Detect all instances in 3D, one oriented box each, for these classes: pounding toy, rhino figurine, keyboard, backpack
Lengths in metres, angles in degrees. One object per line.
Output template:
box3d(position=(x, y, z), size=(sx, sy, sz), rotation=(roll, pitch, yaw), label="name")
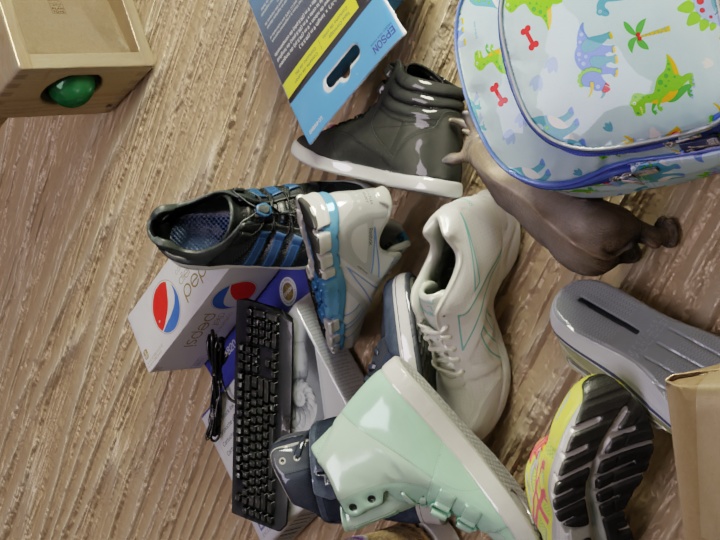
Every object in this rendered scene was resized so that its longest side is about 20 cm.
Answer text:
box3d(position=(-0.327, -0.216, 1.494), size=(0.142, 0.183, 0.202), rotation=(-34, 71, 45), label="pounding toy")
box3d(position=(0.129, -0.062, 1.079), size=(0.200, 0.087, 0.060), rotation=(43, 125, 35), label="rhino figurine")
box3d(position=(-0.105, 0.125, 1.361), size=(0.126, 0.020, 0.203), rotation=(14, 105, 48), label="keyboard")
box3d(position=(0.160, -0.141, 0.950), size=(0.198, 0.147, 0.185), rotation=(-16, 83, 28), label="backpack")

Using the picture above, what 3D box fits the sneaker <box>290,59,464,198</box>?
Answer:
box3d(position=(0.019, -0.119, 1.216), size=(0.199, 0.070, 0.100), rotation=(15, 95, 51), label="sneaker")

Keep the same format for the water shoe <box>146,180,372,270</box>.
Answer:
box3d(position=(-0.083, -0.036, 1.268), size=(0.198, 0.079, 0.072), rotation=(-11, 79, 14), label="water shoe")

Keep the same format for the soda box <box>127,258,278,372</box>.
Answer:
box3d(position=(-0.143, 0.013, 1.409), size=(0.200, 0.063, 0.069), rotation=(-49, 57, 39), label="soda box")

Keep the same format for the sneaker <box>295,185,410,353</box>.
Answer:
box3d(position=(0.000, 0.000, 1.228), size=(0.201, 0.086, 0.076), rotation=(90, 161, -60), label="sneaker")

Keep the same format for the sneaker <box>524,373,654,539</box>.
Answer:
box3d(position=(0.149, 0.140, 1.070), size=(0.091, 0.077, 0.202), rotation=(-122, 24, -44), label="sneaker")

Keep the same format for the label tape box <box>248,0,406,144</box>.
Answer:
box3d(position=(-0.019, -0.223, 1.223), size=(0.143, 0.066, 0.202), rotation=(-46, 57, 41), label="label tape box")

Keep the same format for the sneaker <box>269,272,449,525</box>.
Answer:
box3d(position=(-0.007, 0.107, 1.223), size=(0.144, 0.077, 0.205), rotation=(-4, 91, 17), label="sneaker")

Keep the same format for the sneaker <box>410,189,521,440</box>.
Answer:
box3d(position=(0.072, 0.040, 1.166), size=(0.070, 0.080, 0.203), rotation=(15, 109, 44), label="sneaker")

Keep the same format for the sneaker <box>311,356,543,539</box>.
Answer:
box3d(position=(0.052, 0.177, 1.146), size=(0.118, 0.074, 0.201), rotation=(-42, 87, 7), label="sneaker")

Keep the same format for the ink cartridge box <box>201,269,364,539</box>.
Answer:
box3d(position=(-0.073, 0.119, 1.369), size=(0.200, 0.040, 0.201), rotation=(-50, 60, 40), label="ink cartridge box")

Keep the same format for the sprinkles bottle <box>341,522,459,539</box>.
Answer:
box3d(position=(-0.007, 0.246, 1.195), size=(0.068, 0.199, 0.069), rotation=(10, 103, 46), label="sprinkles bottle")

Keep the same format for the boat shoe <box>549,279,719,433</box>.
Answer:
box3d(position=(0.214, 0.075, 1.033), size=(0.200, 0.072, 0.062), rotation=(38, 159, 36), label="boat shoe")

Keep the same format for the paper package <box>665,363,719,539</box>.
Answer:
box3d(position=(0.276, 0.142, 0.869), size=(0.103, 0.189, 0.203), rotation=(-5, 94, 48), label="paper package")
